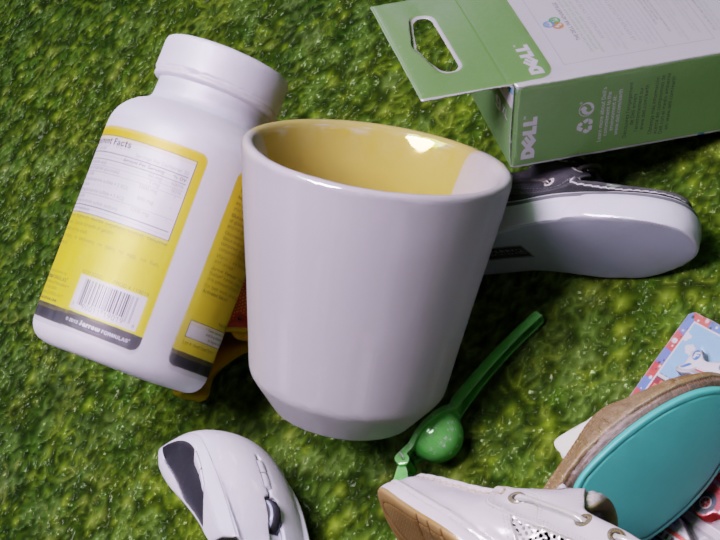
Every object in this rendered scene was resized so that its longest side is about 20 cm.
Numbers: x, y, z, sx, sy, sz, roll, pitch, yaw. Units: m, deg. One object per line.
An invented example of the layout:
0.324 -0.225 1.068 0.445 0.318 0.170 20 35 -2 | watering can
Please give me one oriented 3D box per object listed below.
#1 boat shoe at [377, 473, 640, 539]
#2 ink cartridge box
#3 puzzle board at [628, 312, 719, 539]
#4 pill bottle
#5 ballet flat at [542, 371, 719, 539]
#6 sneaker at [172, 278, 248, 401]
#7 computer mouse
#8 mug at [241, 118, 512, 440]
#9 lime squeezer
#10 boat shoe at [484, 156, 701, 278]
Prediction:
0.089 0.130 0.647 0.069 0.071 0.199 -41 37 -23 | boat shoe
0.114 -0.119 0.840 0.198 0.060 0.104 -11 43 -11 | ink cartridge box
0.190 0.117 0.707 0.151 0.017 0.200 -52 41 -5 | puzzle board
-0.116 -0.035 0.897 0.112 0.112 0.201 15 82 45 | pill bottle
0.107 0.123 0.725 0.201 0.068 0.072 -54 23 1 | ballet flat
-0.057 0.008 0.969 0.200 0.073 0.077 -46 58 11 | sneaker
-0.061 0.138 0.841 0.044 0.109 0.200 -62 35 10 | computer mouse
0.006 0.003 0.832 0.148 0.187 0.154 13 109 16 | mug
0.051 0.108 0.814 0.070 0.038 0.201 -8 55 36 | lime squeezer
0.112 -0.037 0.854 0.199 0.070 0.067 -5 58 46 | boat shoe
